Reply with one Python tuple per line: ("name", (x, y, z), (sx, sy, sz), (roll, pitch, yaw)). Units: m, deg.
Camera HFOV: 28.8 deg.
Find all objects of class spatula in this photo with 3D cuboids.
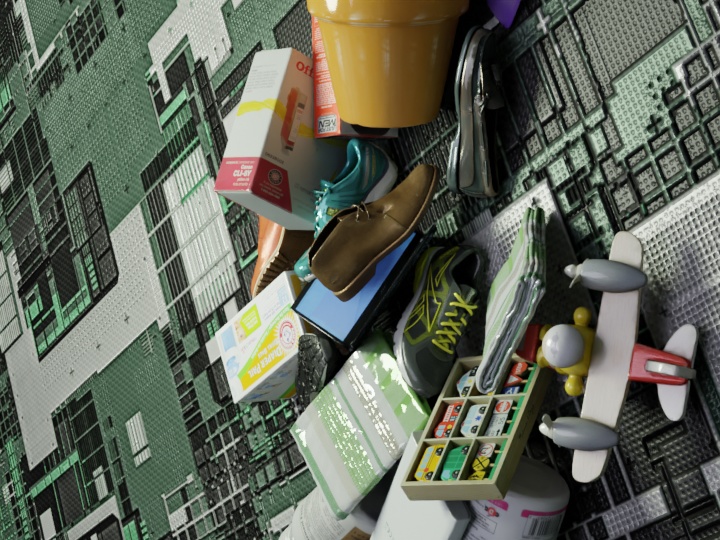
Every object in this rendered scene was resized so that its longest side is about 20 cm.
("spatula", (0.140, -0.274, 1.690), (0.057, 0.020, 0.201), (57, 132, 31))

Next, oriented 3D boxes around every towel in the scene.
("towel", (0.164, 0.028, 1.557), (0.201, 0.030, 0.150), (-76, 9, -63))
("towel", (0.003, 0.189, 1.718), (0.200, 0.030, 0.150), (-49, 53, 28))

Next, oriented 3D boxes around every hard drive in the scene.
("hard drive", (0.066, 0.305, 1.648), (0.133, 0.026, 0.202), (-118, 35, -41))

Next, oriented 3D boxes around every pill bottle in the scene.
("pill bottle", (0.160, 0.322, 1.609), (0.113, 0.112, 0.202), (34, 117, 45))
("pill bottle", (-0.026, 0.333, 1.842), (0.200, 0.113, 0.115), (-48, 56, 41))

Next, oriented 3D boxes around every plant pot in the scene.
("plant pot", (0.033, -0.277, 1.700), (0.199, 0.198, 0.186), (23, 120, 48))

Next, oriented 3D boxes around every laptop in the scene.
("laptop", (0.000, 0.000, 1.746), (0.178, 0.103, 0.200), (-56, -1, -4))

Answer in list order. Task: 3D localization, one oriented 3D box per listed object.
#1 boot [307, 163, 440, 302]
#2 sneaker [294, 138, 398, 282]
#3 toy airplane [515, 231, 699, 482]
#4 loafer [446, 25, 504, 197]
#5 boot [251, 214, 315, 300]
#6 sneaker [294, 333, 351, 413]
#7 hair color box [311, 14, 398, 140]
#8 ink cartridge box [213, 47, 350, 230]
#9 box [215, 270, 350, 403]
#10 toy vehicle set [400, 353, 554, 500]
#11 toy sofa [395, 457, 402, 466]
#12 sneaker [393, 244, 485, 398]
("boot", (0.016, -0.060, 1.696), (0.200, 0.075, 0.074), (-49, 20, 3))
("sneaker", (-0.033, -0.077, 1.799), (0.201, 0.079, 0.077), (-60, 26, -12))
("toy airplane", (0.251, 0.090, 1.464), (0.199, 0.140, 0.202), (-45, 50, 31))
("loafer", (0.148, -0.185, 1.659), (0.062, 0.072, 0.203), (16, 112, 29))
("boot", (-0.114, -0.044, 1.982), (0.107, 0.074, 0.202), (39, 112, 46))
("sneaker", (-0.034, 0.125, 1.827), (0.200, 0.086, 0.077), (106, 147, -65))
("hair color box", (-0.007, -0.272, 1.812), (0.061, 0.101, 0.203), (0, 92, 51))
("ink cartridge box", (-0.090, -0.171, 1.838), (0.083, 0.144, 0.203), (3, 73, 48))
("box", (-0.100, 0.092, 1.937), (0.200, 0.100, 0.114), (-41, 60, 44))
("toy vehicle set", (0.134, 0.173, 1.577), (0.123, 0.201, 0.027), (-8, 127, 34))
("toy sofa", (0.059, 0.216, 1.746), (0.200, 0.097, 0.084), (38, 119, 43))
("sneaker", (0.097, 0.052, 1.669), (0.084, 0.074, 0.202), (-21, 50, 47))
